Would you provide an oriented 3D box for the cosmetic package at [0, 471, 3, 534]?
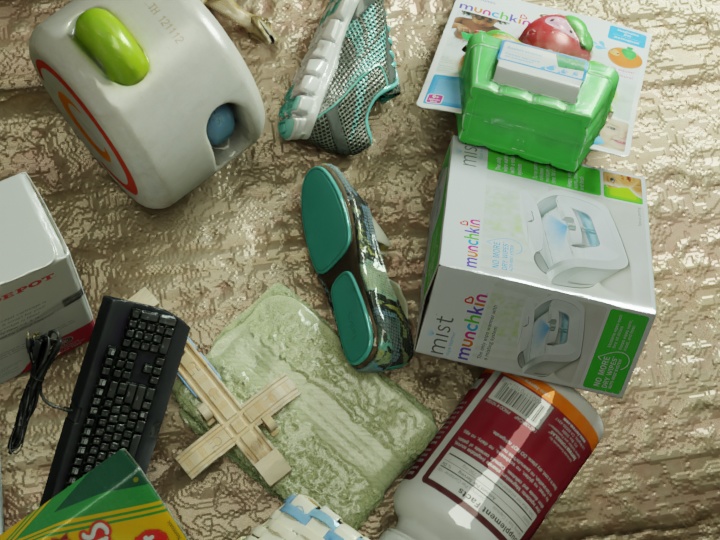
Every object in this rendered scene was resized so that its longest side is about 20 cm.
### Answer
[{"bbox_3d":[-0.391,0.192,1.252,0.199,0.052,0.151,-5,73,-7],"label":"cosmetic package"}]

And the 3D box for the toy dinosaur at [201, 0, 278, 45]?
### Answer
[{"bbox_3d":[-0.149,-0.278,1.386,0.101,0.058,0.200,-32,99,-42],"label":"toy dinosaur"}]

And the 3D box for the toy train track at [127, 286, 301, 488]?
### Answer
[{"bbox_3d":[-0.127,0.093,1.279,0.115,0.033,0.200,-38,76,-11],"label":"toy train track"}]

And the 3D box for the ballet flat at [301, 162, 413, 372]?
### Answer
[{"bbox_3d":[0.000,0.000,1.333,0.074,0.074,0.201,-10,64,-8],"label":"ballet flat"}]

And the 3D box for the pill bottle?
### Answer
[{"bbox_3d":[0.100,0.176,1.269,0.113,0.113,0.200,38,75,5],"label":"pill bottle"}]

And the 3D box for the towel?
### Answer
[{"bbox_3d":[-0.046,0.120,1.310,0.200,0.036,0.148,41,76,6],"label":"towel"}]

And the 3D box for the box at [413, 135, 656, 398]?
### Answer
[{"bbox_3d":[0.142,-0.006,1.284,0.176,0.097,0.200,14,36,-1],"label":"box"}]

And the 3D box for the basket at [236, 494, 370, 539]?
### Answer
[{"bbox_3d":[-0.063,0.289,1.198,0.139,0.176,0.200,24,66,18],"label":"basket"}]

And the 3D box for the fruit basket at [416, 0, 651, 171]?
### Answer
[{"bbox_3d":[0.159,-0.183,1.360,0.185,0.094,0.200,16,48,5],"label":"fruit basket"}]

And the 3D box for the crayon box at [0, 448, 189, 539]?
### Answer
[{"bbox_3d":[-0.230,0.251,1.220,0.200,0.051,0.127,-36,116,-12],"label":"crayon box"}]

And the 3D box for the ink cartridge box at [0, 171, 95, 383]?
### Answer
[{"bbox_3d":[-0.298,0.019,1.225,0.145,0.200,0.084,-25,72,-11],"label":"ink cartridge box"}]

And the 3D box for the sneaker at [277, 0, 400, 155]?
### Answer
[{"bbox_3d":[0.000,-0.190,1.390,0.091,0.078,0.200,26,77,-14],"label":"sneaker"}]

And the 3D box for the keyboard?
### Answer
[{"bbox_3d":[-0.220,0.117,1.246,0.127,0.021,0.201,15,98,-22],"label":"keyboard"}]

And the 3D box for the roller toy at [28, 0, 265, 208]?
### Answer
[{"bbox_3d":[-0.174,-0.158,1.300,0.140,0.200,0.183,-38,115,-13],"label":"roller toy"}]
